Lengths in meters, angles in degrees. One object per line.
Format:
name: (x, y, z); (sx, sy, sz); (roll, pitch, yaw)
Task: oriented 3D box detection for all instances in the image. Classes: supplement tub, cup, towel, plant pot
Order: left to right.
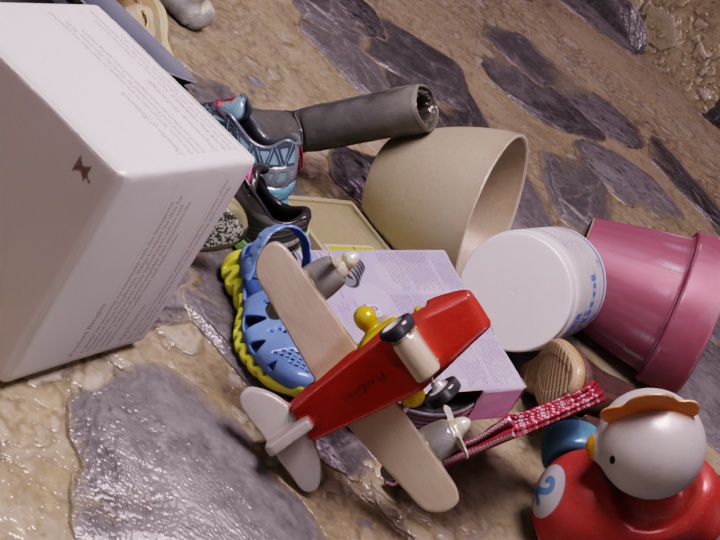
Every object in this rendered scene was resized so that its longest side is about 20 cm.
cup: (0.085, -0.079, 1.516); (0.142, 0.202, 0.200); (21, 20, 18)
towel: (0.124, 0.146, 1.214); (0.199, 0.144, 0.023); (-9, 73, -57)
supplement tub: (0.196, 0.018, 1.505); (0.132, 0.132, 0.200); (44, 17, 12)
plant pot: (0.345, 0.028, 1.673); (0.177, 0.202, 0.200); (23, 24, 6)

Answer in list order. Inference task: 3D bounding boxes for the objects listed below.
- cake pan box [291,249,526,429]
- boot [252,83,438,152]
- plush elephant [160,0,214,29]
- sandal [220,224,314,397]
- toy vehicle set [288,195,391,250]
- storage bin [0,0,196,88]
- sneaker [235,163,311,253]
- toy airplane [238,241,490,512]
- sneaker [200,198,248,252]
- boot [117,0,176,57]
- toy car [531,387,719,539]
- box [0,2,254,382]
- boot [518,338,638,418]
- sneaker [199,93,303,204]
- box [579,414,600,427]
cake pan box: (0.041, 0.063, 1.291); (0.182, 0.053, 0.201); (-3, 47, -32)
boot: (-0.028, -0.156, 1.464); (0.198, 0.073, 0.182); (0, 17, 21)
plush elephant: (-0.244, -0.408, 1.630); (0.164, 0.155, 0.200); (0, 45, -53)
sandal: (-0.070, 0.030, 1.214); (0.079, 0.087, 0.201); (19, 33, -38)
toy vehicle set: (0.000, 0.000, 1.425); (0.124, 0.027, 0.201); (3, 43, -51)
storage bin: (-0.272, -0.192, 1.248); (0.200, 0.135, 0.145); (44, 10, 11)
sneaker: (-0.134, -0.083, 1.317); (0.199, 0.084, 0.077); (30, 25, -18)
toy airplane: (0.002, 0.085, 1.093); (0.197, 0.202, 0.141); (13, 25, 14)
sneaker: (-0.189, -0.049, 1.190); (0.198, 0.078, 0.089); (16, 21, -25)
boot: (-0.281, -0.261, 1.432); (0.154, 0.073, 0.201); (20, 36, -40)
toy car: (0.235, 0.169, 1.186); (0.175, 0.201, 0.186); (-5, 42, 7)
box: (-0.233, -0.065, 1.019); (0.200, 0.200, 0.171); (43, 26, 15)
boot: (0.262, 0.126, 1.404); (0.164, 0.073, 0.200); (15, -5, -5)
sneaker: (-0.148, -0.146, 1.376); (0.198, 0.096, 0.079); (26, 20, -5)
box: (0.276, 0.244, 1.334); (0.099, 0.075, 0.201); (16, 35, -40)
